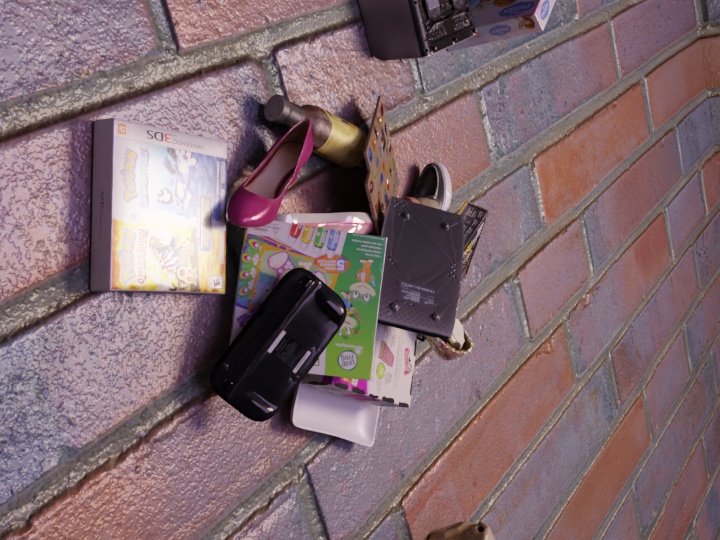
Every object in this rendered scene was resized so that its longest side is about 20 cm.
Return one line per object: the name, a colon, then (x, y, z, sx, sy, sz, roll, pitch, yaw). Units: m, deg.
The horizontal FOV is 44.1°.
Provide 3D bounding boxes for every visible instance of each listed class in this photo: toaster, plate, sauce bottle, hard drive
toaster: (0.091, -0.455, 1.468, 0.181, 0.118, 0.202, -36, 117, -47)
plate: (-0.032, 0.154, 1.361, 0.199, 0.032, 0.202, 27, 68, -48)
sauce bottle: (-0.060, -0.205, 1.311, 0.199, 0.064, 0.065, 20, 73, -52)
hard drive: (0.084, -0.002, 1.327, 0.133, 0.042, 0.202, 14, 66, -12)

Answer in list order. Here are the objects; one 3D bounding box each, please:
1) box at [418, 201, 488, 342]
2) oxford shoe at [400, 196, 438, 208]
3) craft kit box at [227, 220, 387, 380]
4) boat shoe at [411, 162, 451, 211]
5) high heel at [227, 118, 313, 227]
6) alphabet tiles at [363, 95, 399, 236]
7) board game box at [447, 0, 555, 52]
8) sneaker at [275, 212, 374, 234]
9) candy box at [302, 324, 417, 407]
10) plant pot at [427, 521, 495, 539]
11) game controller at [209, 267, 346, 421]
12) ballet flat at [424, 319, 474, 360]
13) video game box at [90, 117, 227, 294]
box: (0.144, 0.001, 1.508, 0.200, 0.049, 0.161, -52, 161, -43)
oxford shoe: (0.088, -0.021, 1.446, 0.073, 0.071, 0.202, -5, 118, -34)
craft kit box: (-0.073, 0.039, 1.206, 0.198, 0.048, 0.200, 7, 89, -12)
boat shoe: (0.107, -0.094, 1.521, 0.056, 0.068, 0.202, 23, 73, -48)
high heel: (-0.116, -0.131, 1.183, 0.200, 0.067, 0.097, -47, 162, -54)
alphabet tiles: (0.033, -0.151, 1.393, 0.201, 0.007, 0.168, -76, 158, -49)
board game box: (0.267, -0.498, 1.631, 0.041, 0.199, 0.201, 51, 51, -36)
sneaker: (-0.057, -0.032, 1.301, 0.199, 0.075, 0.106, -5, 88, -44)
candy box: (0.005, 0.123, 1.334, 0.199, 0.061, 0.138, 26, 67, -48)
plant pot: (0.186, 0.541, 1.523, 0.200, 0.199, 0.185, -22, 94, -50)
game controller: (-0.104, 0.097, 1.161, 0.104, 0.042, 0.201, 42, 80, -23)
ballet flat: (0.113, 0.061, 1.379, 0.200, 0.064, 0.076, 49, 60, -25)
video game box: (-0.242, -0.073, 1.091, 0.181, 0.046, 0.202, 3, 86, -50)
